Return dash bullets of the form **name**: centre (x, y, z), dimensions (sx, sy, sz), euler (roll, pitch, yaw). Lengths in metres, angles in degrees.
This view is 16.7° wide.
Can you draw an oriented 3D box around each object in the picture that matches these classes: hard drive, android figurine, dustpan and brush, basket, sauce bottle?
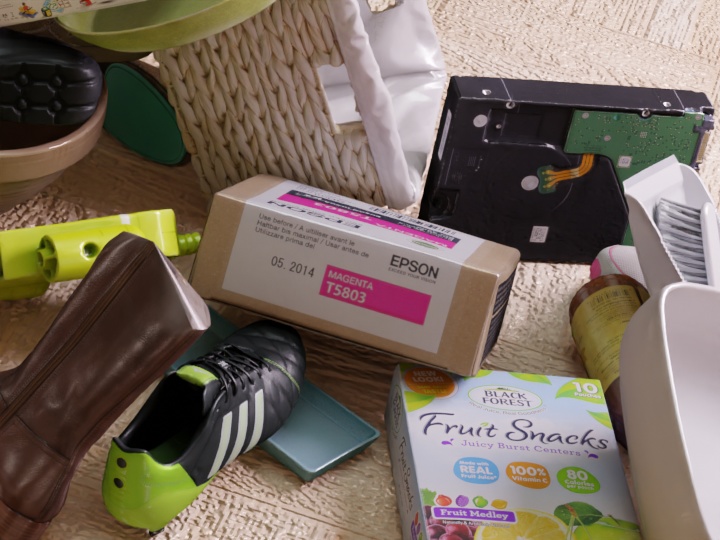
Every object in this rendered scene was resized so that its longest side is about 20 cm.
- **hard drive**: centre (0.149, -0.072, 1.799), dimensions (0.199, 0.140, 0.038), euler (2, 35, -14)
- **android figurine**: centre (-0.200, -0.008, 1.594), dimensions (0.199, 0.041, 0.182), euler (-7, -3, -33)
- **dustpan and brush**: centre (0.242, 0.024, 1.688), dimensions (0.057, 0.201, 0.139), euler (-8, 8, 25)
- **basket**: centre (-0.042, -0.166, 1.789), dimensions (0.160, 0.199, 0.200), euler (-8, 32, 17)
- **sauce bottle**: centre (0.190, 0.083, 1.656), dimensions (0.066, 0.066, 0.200), euler (4, 35, -12)

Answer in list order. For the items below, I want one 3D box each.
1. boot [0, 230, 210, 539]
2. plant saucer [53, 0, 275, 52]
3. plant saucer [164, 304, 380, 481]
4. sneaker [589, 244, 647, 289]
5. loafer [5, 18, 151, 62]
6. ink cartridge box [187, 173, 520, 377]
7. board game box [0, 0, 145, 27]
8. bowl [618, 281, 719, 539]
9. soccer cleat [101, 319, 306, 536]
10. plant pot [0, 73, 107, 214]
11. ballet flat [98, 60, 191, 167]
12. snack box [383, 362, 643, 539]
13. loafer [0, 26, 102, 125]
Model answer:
- **boot**: centre (-0.187, 0.037, 1.478), dimensions (0.064, 0.200, 0.186), euler (12, 30, -52)
- **plant saucer**: centre (-0.112, -0.200, 1.667), dimensions (0.199, 0.031, 0.200), euler (-16, 29, 9)
- **plant saucer**: centre (-0.081, 0.074, 1.624), dimensions (0.200, 0.019, 0.070), euler (36, 40, 28)
- **sneaker**: centre (0.265, -0.005, 1.785), dimensions (0.199, 0.089, 0.082), euler (2, 35, -14)
- **loafer**: centre (-0.236, -0.186, 1.739), dimensions (0.199, 0.068, 0.076), euler (-8, 39, -28)
- **ink cartridge box**: centre (0.000, 0.000, 1.654), dimensions (0.199, 0.075, 0.165), euler (17, 8, 6)
- **board game box**: centre (-0.165, -0.236, 1.693), dimensions (0.126, 0.035, 0.200), euler (-7, 31, 27)
- **bowl**: centre (0.238, 0.119, 1.538), dimensions (0.199, 0.075, 0.201), euler (16, 56, -39)
- **soccer cleat**: centre (-0.092, 0.082, 1.531), dimensions (0.067, 0.081, 0.200), euler (23, 43, 19)
- **plant pot**: centre (-0.283, -0.101, 1.742), dimensions (0.200, 0.093, 0.201), euler (9, 35, -6)
- **ballet flat**: centre (-0.183, -0.144, 1.863), dimensions (0.200, 0.068, 0.067), euler (33, 32, 24)
- **snack box**: centre (0.096, 0.142, 1.551), dimensions (0.141, 0.053, 0.200), euler (7, 34, -10)
- **loafer**: centre (-0.275, -0.135, 1.662), dimensions (0.199, 0.068, 0.070), euler (6, 17, -8)
